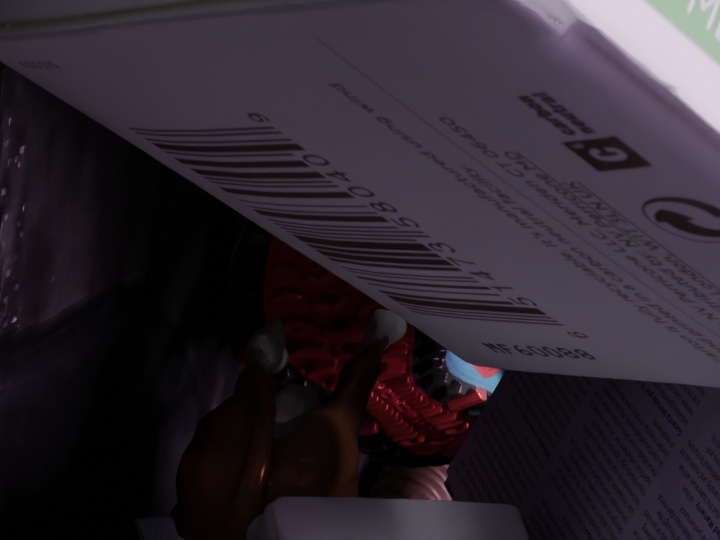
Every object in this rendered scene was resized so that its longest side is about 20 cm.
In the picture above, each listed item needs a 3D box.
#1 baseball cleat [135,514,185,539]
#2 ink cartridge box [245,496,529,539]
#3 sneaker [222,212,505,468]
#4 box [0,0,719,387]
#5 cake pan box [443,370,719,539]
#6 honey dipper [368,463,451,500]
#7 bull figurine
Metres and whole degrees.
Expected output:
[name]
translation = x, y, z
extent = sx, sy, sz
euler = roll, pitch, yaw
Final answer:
[baseball cleat]
translation = -0.076, 0.150, 0.670
extent = 0.200, 0.069, 0.107
euler = 120, -34, -41
[ink cartridge box]
translation = 0.013, 0.182, 0.613
extent = 0.201, 0.084, 0.145
euler = -106, -157, -46
[sneaker]
translation = 0.000, 0.000, 0.804
extent = 0.200, 0.079, 0.096
euler = 56, 23, -59
[box]
translation = 0.056, -0.086, 0.531
extent = 0.199, 0.199, 0.172
euler = 33, 70, -36
[cake pan box]
translation = 0.107, 0.034, 0.648
extent = 0.185, 0.052, 0.200
euler = -60, -158, 12
[honey dipper]
translation = 0.047, 0.057, 1.043
extent = 0.038, 0.038, 0.200
euler = 90, 20, -43
[bull figurine]
translation = -0.035, 0.101, 0.731
extent = 0.122, 0.065, 0.201
euler = -69, 178, -46
